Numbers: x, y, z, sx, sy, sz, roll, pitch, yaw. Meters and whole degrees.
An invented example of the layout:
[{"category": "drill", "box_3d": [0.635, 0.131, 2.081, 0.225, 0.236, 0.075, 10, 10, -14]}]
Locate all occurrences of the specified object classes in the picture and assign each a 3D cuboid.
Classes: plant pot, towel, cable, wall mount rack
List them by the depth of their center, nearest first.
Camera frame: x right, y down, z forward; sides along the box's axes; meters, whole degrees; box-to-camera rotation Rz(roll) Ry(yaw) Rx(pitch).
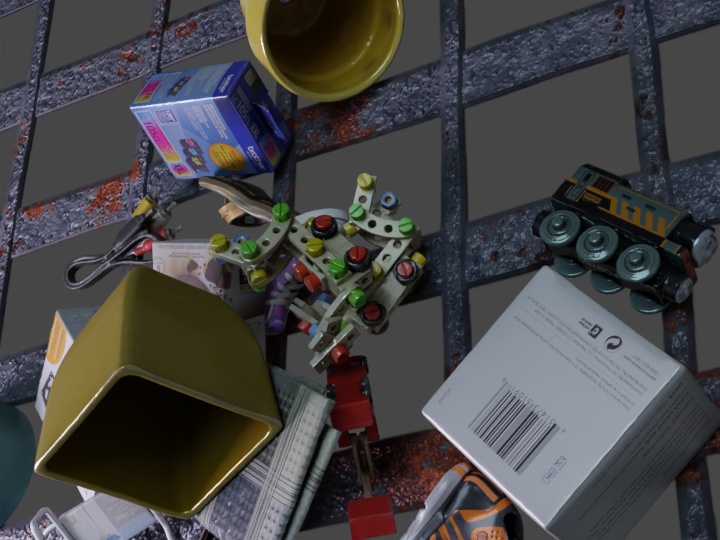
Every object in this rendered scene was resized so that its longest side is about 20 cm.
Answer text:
[{"category": "towel", "box_3d": [-0.101, 0.203, 1.459, 0.192, 0.034, 0.202, 21, 91, 56]}, {"category": "plant pot", "box_3d": [-0.219, 0.114, 1.483, 0.194, 0.194, 0.201, -45, 35, 32]}, {"category": "wall mount rack", "box_3d": [-0.283, 0.325, 1.589, 0.199, 0.174, 0.075, -32, 11, 16]}, {"category": "plant pot", "box_3d": [-0.069, -0.341, 1.775, 0.201, 0.201, 0.189, -49, 33, 1]}, {"category": "plant pot", "box_3d": [-0.553, 0.239, 1.781, 0.199, 0.161, 0.202, -17, 56, 27]}, {"category": "cable", "box_3d": [-0.320, -0.021, 1.868, 0.200, 0.050, 0.098, -41, 65, 24]}]

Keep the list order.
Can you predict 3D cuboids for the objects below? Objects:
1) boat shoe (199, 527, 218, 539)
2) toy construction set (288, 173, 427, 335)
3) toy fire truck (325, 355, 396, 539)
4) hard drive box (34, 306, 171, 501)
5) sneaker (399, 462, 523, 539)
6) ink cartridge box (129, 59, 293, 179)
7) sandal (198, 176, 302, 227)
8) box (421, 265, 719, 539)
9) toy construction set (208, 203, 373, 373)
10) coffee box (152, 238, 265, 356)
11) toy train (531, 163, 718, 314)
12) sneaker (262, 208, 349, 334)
[{"category": "boat shoe", "box_3d": [-0.139, 0.280, 1.541, 0.071, 0.059, 0.201, 8, 69, 38]}, {"category": "toy construction set", "box_3d": [0.000, 0.000, 1.586, 0.131, 0.092, 0.201, 35, 94, 17]}, {"category": "toy fire truck", "box_3d": [-0.001, 0.186, 1.474, 0.048, 0.142, 0.200, -11, 16, 1]}, {"category": "hard drive box", "box_3d": [-0.317, 0.165, 1.673, 0.200, 0.076, 0.157, 48, 129, 42]}, {"category": "sneaker", "box_3d": [0.089, 0.301, 1.362, 0.112, 0.077, 0.201, 37, 108, 20]}, {"category": "ink cartridge box", "box_3d": [-0.181, -0.195, 1.785, 0.199, 0.137, 0.077, -3, 45, 32]}, {"category": "sandal", "box_3d": [-0.142, -0.075, 1.749, 0.199, 0.080, 0.054, 31, 105, 37]}, {"category": "box", "box_3d": [0.206, 0.141, 1.337, 0.200, 0.131, 0.199, -49, 48, -1]}, {"category": "toy construction set", "box_3d": [-0.062, 0.009, 1.508, 0.131, 0.092, 0.200, -34, 70, -20]}, {"category": "coffee box", "box_3d": [-0.178, 0.065, 1.622, 0.112, 0.080, 0.202, 1, 95, 35]}, {"category": "toy train", "box_3d": [0.275, -0.036, 1.430, 0.199, 0.085, 0.114, 29, 72, 41]}, {"category": "sneaker", "box_3d": [-0.083, 0.013, 1.660, 0.200, 0.072, 0.115, -32, 57, 24]}]
